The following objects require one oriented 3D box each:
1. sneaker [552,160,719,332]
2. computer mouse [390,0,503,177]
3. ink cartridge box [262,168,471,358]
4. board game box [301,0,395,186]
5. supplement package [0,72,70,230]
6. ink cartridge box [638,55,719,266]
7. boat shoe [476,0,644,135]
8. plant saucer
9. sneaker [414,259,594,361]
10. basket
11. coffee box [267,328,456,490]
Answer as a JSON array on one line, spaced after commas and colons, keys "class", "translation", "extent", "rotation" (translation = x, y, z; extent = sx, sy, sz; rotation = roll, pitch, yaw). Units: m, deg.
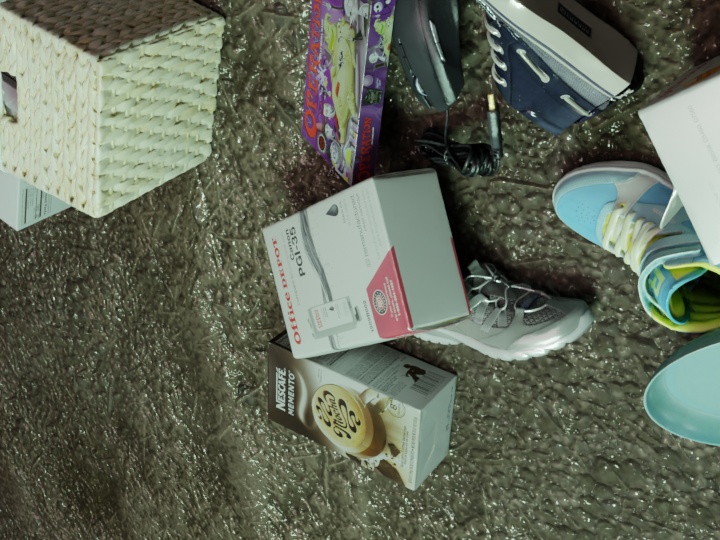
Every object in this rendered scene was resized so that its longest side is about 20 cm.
[{"class": "sneaker", "translation": [0.226, -0.021, 0.753], "extent": [0.200, 0.131, 0.080], "rotation": [21, 126, 29]}, {"class": "computer mouse", "translation": [0.068, -0.172, 0.814], "extent": [0.140, 0.046, 0.200], "rotation": [39, 140, 57]}, {"class": "ink cartridge box", "translation": [0.000, 0.000, 0.931], "extent": [0.200, 0.083, 0.147], "rotation": [-20, 83, 52]}, {"class": "board game box", "translation": [-0.014, -0.193, 0.885], "extent": [0.120, 0.032, 0.200], "rotation": [-126, 35, -50]}, {"class": "supplement package", "translation": [-0.436, -0.184, 1.196], "extent": [0.156, 0.111, 0.200], "rotation": [34, 129, 19]}, {"class": "ink cartridge box", "translation": [0.300, -0.100, 0.654], "extent": [0.200, 0.129, 0.125], "rotation": [-22, 98, 42]}, {"class": "boat shoe", "translation": [0.121, -0.184, 0.752], "extent": [0.200, 0.075, 0.093], "rotation": [37, 139, -15]}, {"class": "plant saucer", "translation": [0.322, 0.086, 0.740], "extent": [0.200, 0.027, 0.200], "rotation": [3, 146, 2]}, {"class": "sneaker", "translation": [0.121, 0.031, 0.900], "extent": [0.200, 0.075, 0.082], "rotation": [3, 116, 38]}, {"class": "basket", "translation": [-0.269, -0.193, 1.003], "extent": [0.161, 0.200, 0.198], "rotation": [29, 128, 21]}, {"class": "coffee box", "translation": [-0.003, 0.141, 1.054], "extent": [0.200, 0.080, 0.113], "rotation": [20, 125, 28]}]
